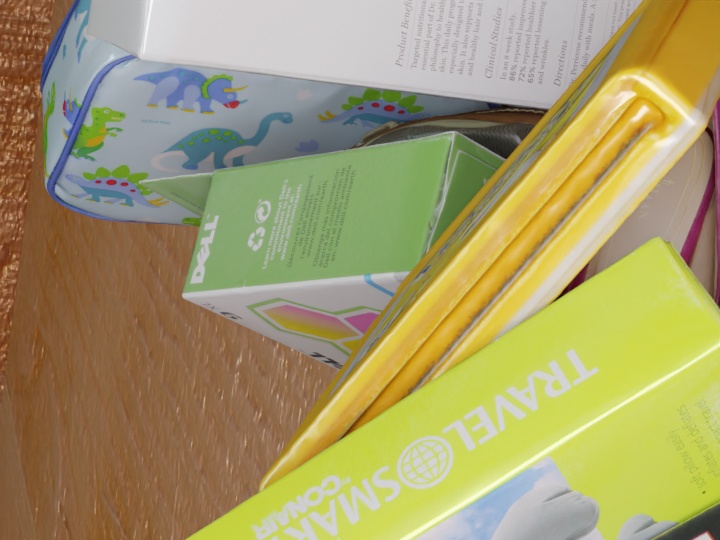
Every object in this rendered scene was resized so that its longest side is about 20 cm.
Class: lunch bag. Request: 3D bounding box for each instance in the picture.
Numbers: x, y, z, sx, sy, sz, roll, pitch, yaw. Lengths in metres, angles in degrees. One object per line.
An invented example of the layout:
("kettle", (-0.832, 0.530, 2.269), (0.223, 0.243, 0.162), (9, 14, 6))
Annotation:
("lunch bag", (-0.041, -0.084, 1.208), (0.161, 0.199, 0.083), (125, 145, -58))

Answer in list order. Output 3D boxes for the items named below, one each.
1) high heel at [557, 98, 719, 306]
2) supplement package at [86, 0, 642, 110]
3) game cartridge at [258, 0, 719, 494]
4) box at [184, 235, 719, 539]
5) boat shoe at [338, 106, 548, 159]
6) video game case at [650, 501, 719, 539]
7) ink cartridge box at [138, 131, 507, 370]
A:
("high heel", (0.095, 0.009, 0.865), (0.200, 0.067, 0.096), (-68, -12, -45))
("supplement package", (0.005, -0.152, 1.049), (0.151, 0.199, 0.152), (-148, 65, -74))
("game cartridge", (0.051, -0.018, 0.801), (0.176, 0.032, 0.200), (-50, 3, 23))
("box", (0.028, 0.087, 0.734), (0.122, 0.200, 0.048), (54, -176, -49))
("boat shoe", (0.025, -0.038, 1.134), (0.200, 0.076, 0.074), (-17, 25, 50))
("video game case", (0.093, 0.136, 0.634), (0.026, 0.180, 0.200), (64, 176, -33))
("ink cartridge box", (0.000, 0.000, 1.042), (0.200, 0.104, 0.059), (-5, 65, 49))
